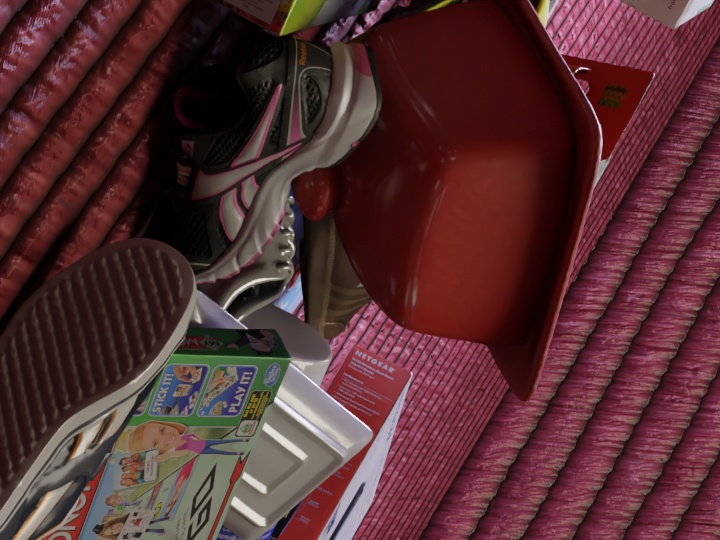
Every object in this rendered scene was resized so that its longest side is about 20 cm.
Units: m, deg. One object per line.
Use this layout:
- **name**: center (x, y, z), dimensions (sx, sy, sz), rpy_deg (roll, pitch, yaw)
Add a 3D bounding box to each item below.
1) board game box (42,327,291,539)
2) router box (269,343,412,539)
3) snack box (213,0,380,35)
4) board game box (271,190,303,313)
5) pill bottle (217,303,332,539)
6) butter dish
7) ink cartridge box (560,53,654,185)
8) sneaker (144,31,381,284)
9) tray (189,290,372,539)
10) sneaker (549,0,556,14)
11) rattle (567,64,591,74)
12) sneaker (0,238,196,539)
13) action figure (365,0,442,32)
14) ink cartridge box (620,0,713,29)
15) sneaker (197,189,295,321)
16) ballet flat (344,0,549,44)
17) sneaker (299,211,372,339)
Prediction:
- **board game box**: center (-0.134, 0.119, 1.534), dimensions (0.134, 0.029, 0.200), rpy_deg (2, 126, -32)
- **router box**: center (-0.037, 0.176, 1.888), dimensions (0.180, 0.049, 0.200), rpy_deg (-59, 171, -31)
- **snack box**: center (-0.007, -0.208, 1.449), dimensions (0.142, 0.053, 0.200), rpy_deg (-63, 171, 15)
- **board game box**: center (-0.030, -0.048, 1.833), dimensions (0.200, 0.037, 0.151), rpy_deg (-53, 167, -37)
- **pill bottle**: center (-0.099, 0.121, 1.694), dimensions (0.200, 0.120, 0.120), rpy_deg (-65, 170, 16)
- **butter dish**: center (0.033, -0.053, 1.492), dimensions (0.200, 0.147, 0.200), rpy_deg (-113, -153, -46)
- **ink cartridge box**: center (0.086, -0.074, 1.793), dimensions (0.050, 0.162, 0.200), rpy_deg (41, 73, -43)
- **sneaker**: center (-0.074, -0.072, 1.450), dimensions (0.200, 0.086, 0.080), rpy_deg (-48, -145, 41)
- **tray**: center (-0.080, 0.094, 1.579), dimensions (0.107, 0.022, 0.200), rpy_deg (-40, 135, 8)
- **sneaker**: center (0.085, -0.168, 1.953), dimensions (0.200, 0.078, 0.079), rpy_deg (-60, 179, -3)
- **rattle**: center (0.103, -0.119, 1.691), dimensions (0.200, 0.130, 0.143), rpy_deg (-44, 151, -35)
- **sneaker**: center (-0.159, 0.071, 1.366), dimensions (0.200, 0.078, 0.079), rpy_deg (-47, 162, -16)
- **action figure**: center (0.051, -0.165, 1.738), dimensions (0.130, 0.069, 0.200), rpy_deg (-13, -155, 35)
- **ink cartridge box**: center (0.152, -0.248, 1.744), dimensions (0.088, 0.200, 0.145), rpy_deg (-61, 172, 18)
- **sneaker**: center (-0.069, -0.017, 1.609), dimensions (0.200, 0.071, 0.073), rpy_deg (-60, 170, -13)
- **ballet flat**: center (0.036, -0.130, 1.600), dimensions (0.200, 0.067, 0.067), rpy_deg (-32, 172, -22)
- **sneaker**: center (0.000, 0.000, 1.708), dimensions (0.200, 0.075, 0.071), rpy_deg (97, -10, -74)
